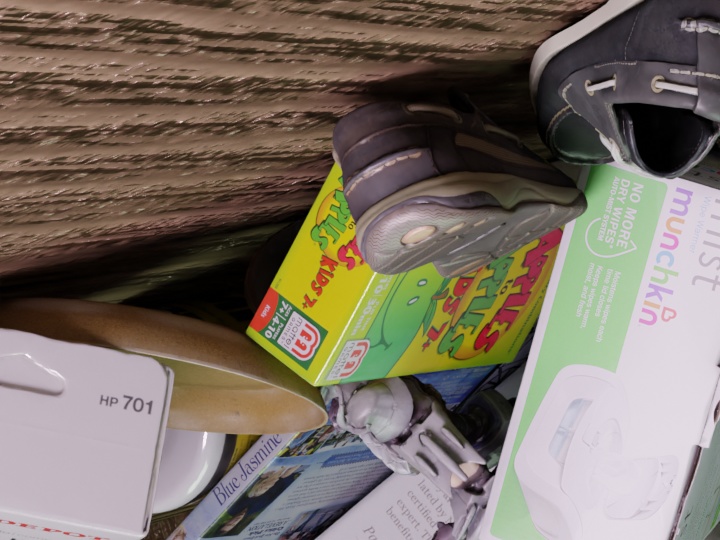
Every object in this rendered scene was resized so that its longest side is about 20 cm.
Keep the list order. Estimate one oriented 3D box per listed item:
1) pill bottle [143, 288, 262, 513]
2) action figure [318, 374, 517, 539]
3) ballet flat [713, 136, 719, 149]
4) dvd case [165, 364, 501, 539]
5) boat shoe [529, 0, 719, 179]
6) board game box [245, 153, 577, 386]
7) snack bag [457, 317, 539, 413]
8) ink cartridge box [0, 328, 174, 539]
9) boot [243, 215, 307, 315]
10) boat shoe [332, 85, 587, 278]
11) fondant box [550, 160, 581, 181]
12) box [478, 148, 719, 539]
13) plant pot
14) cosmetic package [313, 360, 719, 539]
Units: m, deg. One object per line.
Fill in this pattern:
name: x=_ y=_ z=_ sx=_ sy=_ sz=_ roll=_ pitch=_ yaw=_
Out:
pill bottle: x=-0.073 y=0.069 z=1.519 sx=0.114 sy=0.115 sz=0.200 roll=-24 pitch=173 yaw=33
action figure: x=0.038 y=0.092 z=1.338 sx=0.069 sy=0.130 sz=0.200 roll=-41 pitch=151 yaw=12
ballet flat: x=0.181 y=-0.077 z=1.241 sx=0.072 sy=0.072 sz=0.200 roll=-22 pitch=173 yaw=14
dvd case: x=-0.017 y=0.104 z=1.469 sx=0.143 sy=0.018 sz=0.200 roll=-4 pitch=143 yaw=-51
boat shoe: x=0.115 y=-0.070 z=1.095 sx=0.072 sy=0.068 sz=0.200 roll=5 pitch=168 yaw=-13
board game box: x=0.035 y=-0.003 z=1.282 sx=0.200 sy=0.048 sz=0.102 roll=-3 pitch=125 yaw=-60
snack bag: x=0.081 y=0.065 z=1.584 sx=0.189 sy=0.021 sz=0.200 roll=-42 pitch=159 yaw=24
ink cartridge box: x=-0.184 y=0.088 z=1.248 sx=0.146 sy=0.086 sz=0.200 roll=12 pitch=165 yaw=-14
boot: x=0.000 y=0.000 z=1.398 sx=0.075 sy=0.074 sz=0.200 roll=-13 pitch=-178 yaw=43
boat shoe: x=0.044 y=-0.044 z=1.132 sx=0.074 sy=0.073 sz=0.200 roll=-26 pitch=172 yaw=15
fondant box: x=0.103 y=-0.006 z=1.578 sx=0.144 sy=0.058 sz=0.200 roll=-16 pitch=165 yaw=-37
box: x=0.148 y=0.039 z=1.290 sx=0.096 sy=0.200 sz=0.176 roll=19 pitch=-166 yaw=16
plant pot: x=-0.112 y=0.046 z=1.279 sx=0.199 sy=0.028 sz=0.200 roll=7 pitch=167 yaw=2
cosmetic package: x=0.097 y=0.173 z=1.550 sx=0.200 sy=0.165 sz=0.165 roll=-41 pitch=168 yaw=13
